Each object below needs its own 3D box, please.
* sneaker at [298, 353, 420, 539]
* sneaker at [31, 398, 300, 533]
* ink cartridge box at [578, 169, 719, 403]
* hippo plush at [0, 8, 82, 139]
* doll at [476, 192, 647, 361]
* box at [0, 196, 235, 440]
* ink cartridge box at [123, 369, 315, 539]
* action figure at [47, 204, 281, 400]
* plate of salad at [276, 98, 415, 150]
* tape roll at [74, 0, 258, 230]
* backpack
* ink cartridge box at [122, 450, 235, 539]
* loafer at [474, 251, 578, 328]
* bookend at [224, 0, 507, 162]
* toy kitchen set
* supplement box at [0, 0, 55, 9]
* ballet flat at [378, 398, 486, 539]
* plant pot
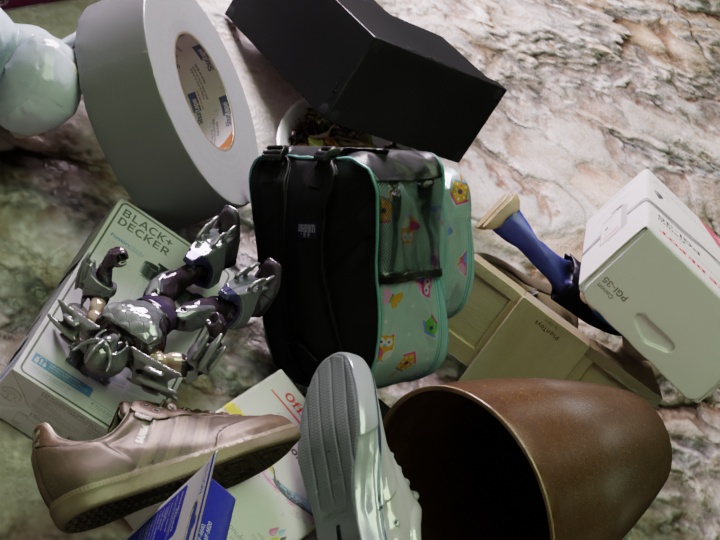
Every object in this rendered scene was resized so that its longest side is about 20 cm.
[{"bbox_3d":[0.004,0.161,1.053,0.071,0.073,0.200,14,63,-43],"label":"sneaker"},{"bbox_3d":[-0.131,0.116,0.986,0.200,0.070,0.076,-11,65,-41],"label":"sneaker"},{"bbox_3d":[0.272,0.009,1.256,0.147,0.083,0.200,44,20,-5],"label":"ink cartridge box"},{"bbox_3d":[-0.310,-0.160,1.135,0.161,0.159,0.200,40,-3,-32],"label":"hippo plush"},{"bbox_3d":[0.195,0.013,1.296,0.200,0.048,0.136,42,-1,-5],"label":"doll"},{"bbox_3d":[-0.187,0.050,1.097,0.117,0.060,0.200,35,43,-11],"label":"box"},{"bbox_3d":[-0.077,0.157,1.094,0.117,0.067,0.200,51,43,6],"label":"ink cartridge box"},{"bbox_3d":[-0.141,0.025,1.051,0.130,0.069,0.200,39,36,11],"label":"action figure"},{"bbox_3d":[0.011,-0.095,1.374,0.200,0.048,0.200,20,49,-25],"label":"plate of salad"},{"bbox_3d":[-0.156,-0.138,1.189,0.200,0.066,0.201,-19,90,-74],"label":"tape roll"},{"bbox_3d":[0.000,0.000,1.176,0.153,0.176,0.201,-1,95,-42],"label":"backpack"},{"bbox_3d":[-0.132,0.203,0.918,0.039,0.200,0.100,28,46,-18],"label":"ink cartridge box"},{"bbox_3d":[0.133,0.038,1.345,0.200,0.076,0.068,13,45,-30],"label":"loafer"},{"bbox_3d":[0.004,-0.216,1.411,0.199,0.092,0.200,12,29,-47],"label":"bookend"},{"bbox_3d":[0.140,0.105,1.300,0.200,0.163,0.180,37,10,4],"label":"toy kitchen set"},{"bbox_3d":[-0.266,-0.315,1.268,0.200,0.131,0.103,-22,75,-45],"label":"supplement box"},{"bbox_3d":[0.025,0.170,1.188,0.066,0.057,0.200,-30,72,-40],"label":"ballet flat"},{"bbox_3d":[0.144,0.157,1.110,0.200,0.187,0.187,-14,67,-40],"label":"plant pot"}]
